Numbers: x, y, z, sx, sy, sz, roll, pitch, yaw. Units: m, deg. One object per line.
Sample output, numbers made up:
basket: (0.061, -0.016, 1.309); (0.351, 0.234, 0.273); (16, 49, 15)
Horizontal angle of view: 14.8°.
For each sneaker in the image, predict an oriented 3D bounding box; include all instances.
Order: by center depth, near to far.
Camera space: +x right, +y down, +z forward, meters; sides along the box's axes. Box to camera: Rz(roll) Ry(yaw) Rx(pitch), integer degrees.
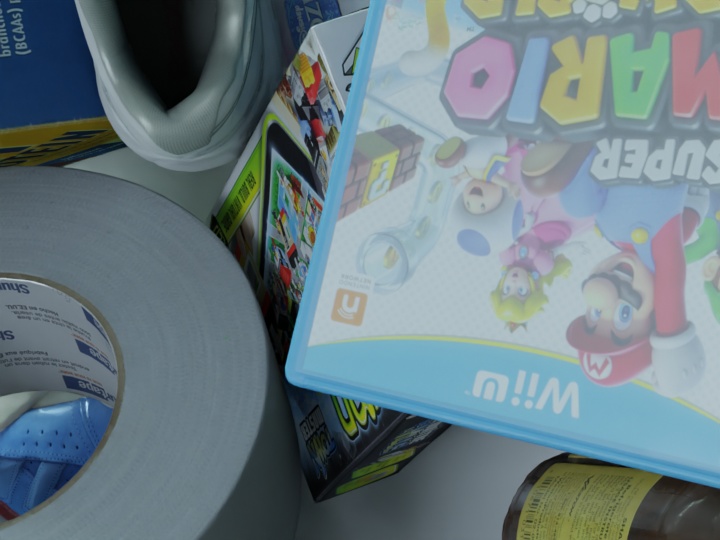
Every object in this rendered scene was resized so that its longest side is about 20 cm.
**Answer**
sneaker: (-0.064, -0.129, 0.871); (0.077, 0.099, 0.201); (-15, 96, -1)
sneaker: (-0.106, 0.096, 1.035); (0.199, 0.077, 0.112); (-17, 77, 37)

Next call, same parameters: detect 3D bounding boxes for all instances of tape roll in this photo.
tape roll: (-0.121, 0.062, 0.910); (0.200, 0.200, 0.066); (36, 157, 33)

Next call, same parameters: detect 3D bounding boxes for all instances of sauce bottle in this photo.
sauce bottle: (0.100, 0.083, 0.790); (0.200, 0.064, 0.065); (175, 84, -74)

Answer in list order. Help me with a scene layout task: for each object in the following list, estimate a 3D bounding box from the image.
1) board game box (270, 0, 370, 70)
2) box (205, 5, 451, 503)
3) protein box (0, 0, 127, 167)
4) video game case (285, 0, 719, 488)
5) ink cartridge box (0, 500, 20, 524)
board game box: (0.035, -0.167, 0.875); (0.198, 0.043, 0.201); (-17, 86, 43)
box: (0.000, 0.000, 0.881); (0.200, 0.035, 0.111); (127, 123, -70)
protein box: (-0.162, -0.131, 0.960); (0.135, 0.199, 0.200); (-14, 88, 44)
video game case: (0.066, -0.052, 0.748); (0.142, 0.018, 0.201); (12, 88, 25)
ink cartridge box: (-0.125, 0.171, 0.997); (0.145, 0.083, 0.200); (32, 154, 32)
